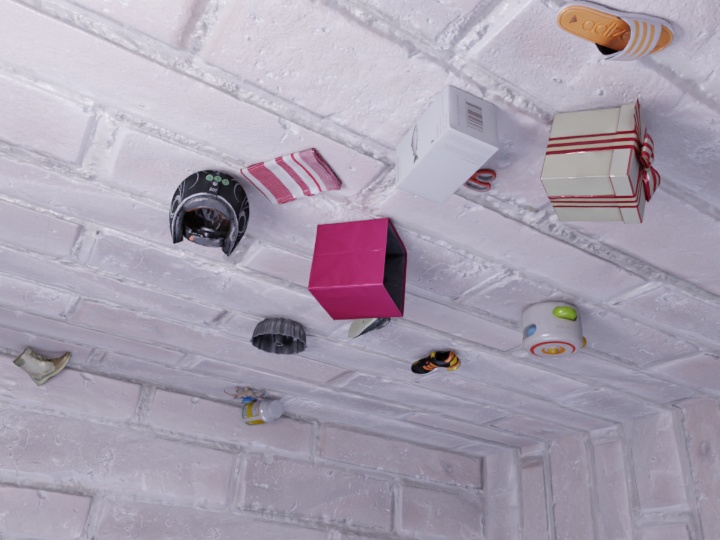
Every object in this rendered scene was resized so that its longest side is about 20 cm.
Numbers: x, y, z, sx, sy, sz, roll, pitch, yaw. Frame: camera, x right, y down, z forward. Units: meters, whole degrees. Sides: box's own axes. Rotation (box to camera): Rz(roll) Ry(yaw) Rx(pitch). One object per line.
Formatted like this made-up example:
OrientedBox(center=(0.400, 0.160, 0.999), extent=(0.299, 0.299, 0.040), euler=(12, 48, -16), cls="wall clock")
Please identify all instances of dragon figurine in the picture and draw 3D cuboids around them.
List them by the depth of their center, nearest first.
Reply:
OrientedBox(center=(-0.530, 0.574, 2.928), extent=(0.199, 0.059, 0.099), euler=(-10, 148, 23), cls="dragon figurine")

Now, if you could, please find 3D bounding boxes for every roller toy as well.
OrientedBox(center=(0.597, 0.194, 1.990), extent=(0.181, 0.141, 0.200), euler=(-11, 148, 28), cls="roller toy")

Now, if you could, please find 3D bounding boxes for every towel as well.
OrientedBox(center=(-0.160, -0.213, 1.479), extent=(0.199, 0.023, 0.144), euler=(-10, 147, 25), cls="towel")

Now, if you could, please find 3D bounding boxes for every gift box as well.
OrientedBox(center=(0.469, -0.216, 1.227), extent=(0.186, 0.201, 0.184), euler=(4, 160, 34), cls="gift box")

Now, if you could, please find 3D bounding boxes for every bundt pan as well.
OrientedBox(center=(-0.282, 0.225, 2.238), extent=(0.200, 0.076, 0.202), euler=(4, 151, 2), cls="bundt pan")

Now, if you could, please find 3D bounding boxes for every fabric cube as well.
OrientedBox(center=(0.000, 0.000, 1.662), extent=(0.198, 0.201, 0.196), euler=(-4, 151, 20), cls="fabric cube")

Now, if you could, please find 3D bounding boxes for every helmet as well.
OrientedBox(center=(-0.348, -0.133, 1.478), extent=(0.199, 0.191, 0.201), euler=(-2, 114, -5), cls="helmet")

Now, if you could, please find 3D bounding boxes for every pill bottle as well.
OrientedBox(center=(-0.468, 0.673, 3.044), extent=(0.199, 0.113, 0.113), euler=(-19, 144, 36), cls="pill bottle")

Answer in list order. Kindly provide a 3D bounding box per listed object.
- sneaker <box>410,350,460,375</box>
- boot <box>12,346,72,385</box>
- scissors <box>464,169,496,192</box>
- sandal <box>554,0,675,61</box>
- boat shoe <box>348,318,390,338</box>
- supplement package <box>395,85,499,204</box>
OrientedBox(center=(0.269, 0.334, 2.383), extent=(0.199, 0.070, 0.090), euler=(-13, 132, 28), cls="sneaker")
OrientedBox(center=(-1.316, 0.370, 2.642), extent=(0.200, 0.072, 0.155), euler=(-35, 113, 8), cls="boot")
OrientedBox(center=(0.211, -0.219, 1.423), extent=(0.199, 0.014, 0.073), euler=(13, 150, -16), cls="scissors")
OrientedBox(center=(0.416, -0.381, 1.051), extent=(0.205, 0.060, 0.079), euler=(10, 151, -9), cls="sandal")
OrientedBox(center=(0.023, 0.187, 2.128), extent=(0.067, 0.072, 0.200), euler=(24, 144, -24), cls="boat shoe")
OrientedBox(center=(0.166, -0.244, 1.269), extent=(0.117, 0.118, 0.200), euler=(16, 146, -22), cls="supplement package")
